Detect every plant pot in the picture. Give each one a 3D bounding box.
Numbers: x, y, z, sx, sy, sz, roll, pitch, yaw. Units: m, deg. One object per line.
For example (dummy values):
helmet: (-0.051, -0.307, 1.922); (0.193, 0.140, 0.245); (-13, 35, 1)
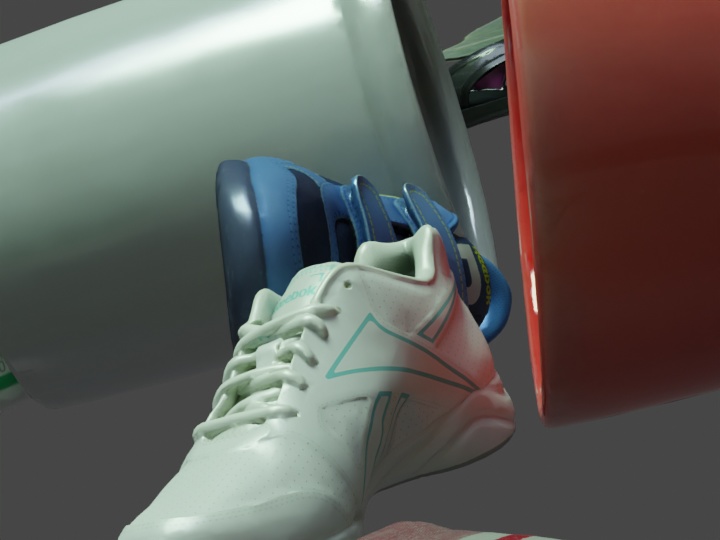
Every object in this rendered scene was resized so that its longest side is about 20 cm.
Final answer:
plant pot: (0.136, -0.057, 0.865); (0.177, 0.201, 0.200); (-5, 10, 3)

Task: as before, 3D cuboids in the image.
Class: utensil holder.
utensil holder: (-0.060, -0.042, 1.144); (0.199, 0.171, 0.170); (-17, 9, 7)

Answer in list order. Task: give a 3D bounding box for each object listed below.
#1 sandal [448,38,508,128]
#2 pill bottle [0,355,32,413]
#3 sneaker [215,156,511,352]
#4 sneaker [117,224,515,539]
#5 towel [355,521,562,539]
sandal: (0.070, -0.120, 1.749); (0.200, 0.048, 0.075); (-12, 10, 27)
pill bottle: (-0.211, -0.030, 1.214); (0.113, 0.201, 0.113); (-15, 9, 2)
sneaker: (0.000, 0.000, 0.955); (0.082, 0.074, 0.200); (-5, -7, 14)
sneaker: (-0.021, 0.044, 0.828); (0.070, 0.081, 0.200); (-9, 13, 30)
towel: (0.019, 0.096, 0.632); (0.144, 0.023, 0.200); (-20, 11, -34)
